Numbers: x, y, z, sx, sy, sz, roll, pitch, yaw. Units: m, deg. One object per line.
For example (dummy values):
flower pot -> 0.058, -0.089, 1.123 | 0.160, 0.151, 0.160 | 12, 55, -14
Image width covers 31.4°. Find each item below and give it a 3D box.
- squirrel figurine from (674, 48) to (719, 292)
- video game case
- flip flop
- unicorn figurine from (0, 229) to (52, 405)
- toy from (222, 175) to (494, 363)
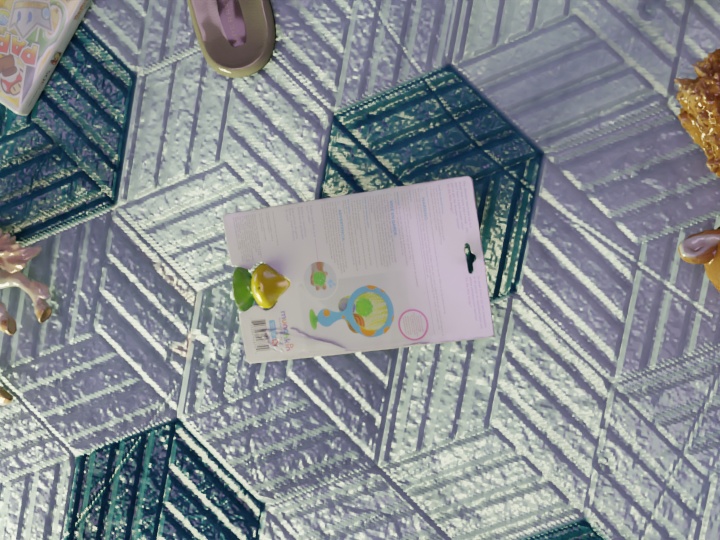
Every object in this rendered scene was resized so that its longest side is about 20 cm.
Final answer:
squirrel figurine -> 0.295, -0.069, 0.858 | 0.188, 0.140, 0.202 | -56, 41, 35
video game case -> -0.302, -0.256, 1.023 | 0.199, 0.023, 0.183 | 34, 100, 8
flip flop -> -0.119, -0.244, 0.965 | 0.080, 0.058, 0.203 | -17, 90, 13
unicorn figurine -> -0.334, 0.049, 1.034 | 0.136, 0.074, 0.202 | 31, 86, 18
toy -> 0.000, 0.000, 0.962 | 0.197, 0.047, 0.117 | -8, 95, 16
